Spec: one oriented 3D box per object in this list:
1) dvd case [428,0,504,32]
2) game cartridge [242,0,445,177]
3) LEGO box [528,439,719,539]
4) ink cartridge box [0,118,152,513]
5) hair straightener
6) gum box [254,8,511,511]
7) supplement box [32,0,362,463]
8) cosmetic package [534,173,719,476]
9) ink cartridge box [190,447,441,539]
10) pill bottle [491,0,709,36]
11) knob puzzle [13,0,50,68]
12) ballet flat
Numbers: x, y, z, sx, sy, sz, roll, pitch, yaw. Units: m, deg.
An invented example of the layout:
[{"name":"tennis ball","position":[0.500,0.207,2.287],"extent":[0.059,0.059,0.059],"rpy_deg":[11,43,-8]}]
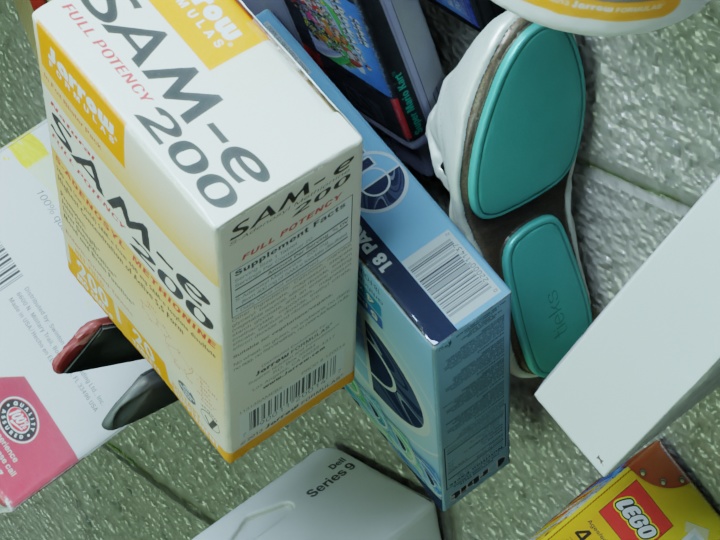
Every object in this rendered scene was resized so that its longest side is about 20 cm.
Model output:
[{"name":"dvd case","position":[-0.032,-0.183,1.135],"extent":[0.200,0.018,0.143],"rpy_deg":[35,165,27]},{"name":"game cartridge","position":[-0.027,-0.125,1.190],"extent":[0.130,0.038,0.200],"rpy_deg":[39,166,30]},{"name":"LEGO box","position":[0.131,0.202,1.245],"extent":[0.200,0.149,0.077],"rpy_deg":[51,149,3]},{"name":"ink cartridge box","position":[-0.147,0.009,1.383],"extent":[0.145,0.200,0.083],"rpy_deg":[57,152,-5]},{"name":"hair straightener","position":[-0.060,0.050,1.314],"extent":[0.041,0.200,0.077],"rpy_deg":[-48,72,21]},{"name":"gum box","position":[0.000,0.000,1.252],"extent":[0.170,0.045,0.200],"rpy_deg":[50,166,21]},{"name":"supplement box","position":[-0.065,-0.025,1.156],"extent":[0.126,0.074,0.200],"rpy_deg":[48,160,24]},{"name":"cosmetic package","position":[0.142,0.004,1.099],"extent":[0.051,0.083,0.200],"rpy_deg":[48,148,9]},{"name":"ink cartridge box","position":[-0.024,0.216,1.469],"extent":[0.084,0.146,0.200],"rpy_deg":[25,139,40]},{"name":"pill bottle","position":[0.094,-0.183,0.951],"extent":[0.116,0.116,0.200],"rpy_deg":[41,146,21]},{"name":"knob puzzle","position":[-0.116,-0.145,1.265],"extent":[0.220,0.030,0.220],"rpy_deg":[167,90,-69]},{"name":"ballet flat","position":[0.057,-0.038,1.196],"extent":[0.069,0.069,0.200],"rpy_deg":[30,145,35]}]
